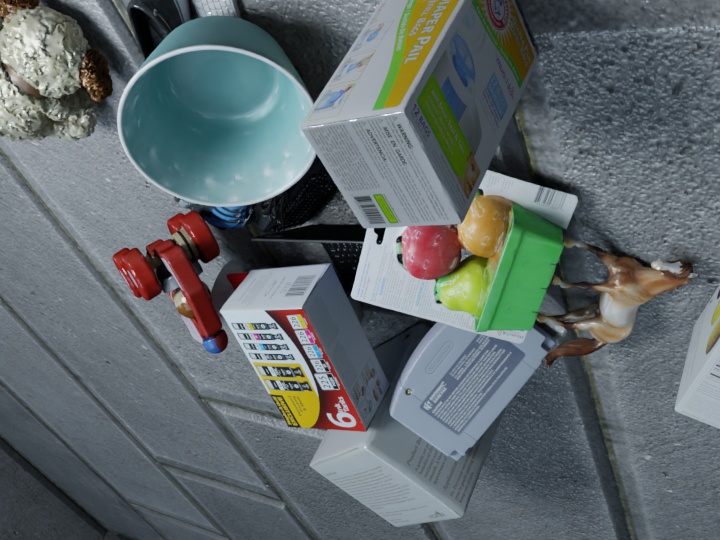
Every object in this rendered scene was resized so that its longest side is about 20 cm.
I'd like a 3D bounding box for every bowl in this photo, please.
[{"bbox_3d":[-0.139,-0.172,0.888,0.196,0.107,0.203,-3,139,-3],"label":"bowl"}]

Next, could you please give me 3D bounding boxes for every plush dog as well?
[{"bbox_3d":[-0.386,-0.235,1.026,0.199,0.162,0.171,40,124,-18],"label":"plush dog"}]

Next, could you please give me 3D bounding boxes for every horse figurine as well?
[{"bbox_3d":[0.257,0.036,0.941,0.129,0.051,0.202,10,139,-2],"label":"horse figurine"}]

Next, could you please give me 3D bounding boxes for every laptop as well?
[{"bbox_3d":[0.000,0.000,1.060,0.174,0.104,0.202,4,138,37],"label":"laptop"}]

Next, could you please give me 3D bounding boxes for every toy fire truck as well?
[{"bbox_3d":[-0.225,0.025,1.136,0.170,0.111,0.199,60,162,-13],"label":"toy fire truck"}]

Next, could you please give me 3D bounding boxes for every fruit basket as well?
[{"bbox_3d":[0.103,-0.025,0.913,0.196,0.094,0.188,17,121,6],"label":"fruit basket"}]

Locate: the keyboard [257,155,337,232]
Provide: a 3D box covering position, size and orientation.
[{"bbox_3d":[-0.066,-0.079,1.011,0.200,0.102,0.040,-45,59,58],"label":"keyboard"}]

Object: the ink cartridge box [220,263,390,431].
[{"bbox_3d":[-0.082,0.100,1.106,0.172,0.084,0.202,-4,126,35],"label":"ink cartridge box"}]

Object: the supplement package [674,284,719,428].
[{"bbox_3d":[0.385,0.060,0.821,0.107,0.115,0.202,20,147,13],"label":"supplement package"}]

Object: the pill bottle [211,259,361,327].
[{"bbox_3d":[-0.105,0.060,1.228,0.196,0.111,0.111,20,148,15],"label":"pill bottle"}]

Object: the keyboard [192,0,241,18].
[{"bbox_3d":[-0.147,-0.267,0.889,0.055,0.011,0.202,15,145,23],"label":"keyboard"}]

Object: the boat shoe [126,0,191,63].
[{"bbox_3d":[-0.206,-0.222,0.947,0.069,0.067,0.202,20,148,13],"label":"boat shoe"}]

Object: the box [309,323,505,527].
[{"bbox_3d":[0.068,0.221,1.229,0.170,0.201,0.200,36,149,-12],"label":"box"}]

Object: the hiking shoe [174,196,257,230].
[{"bbox_3d":[-0.151,-0.097,1.088,0.086,0.075,0.198,40,159,-26],"label":"hiking shoe"}]

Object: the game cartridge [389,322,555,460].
[{"bbox_3d":[0.130,0.125,1.089,0.132,0.042,0.201,36,104,-6],"label":"game cartridge"}]

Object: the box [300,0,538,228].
[{"bbox_3d":[0.055,-0.146,0.711,0.100,0.202,0.113,-1,137,38],"label":"box"}]
